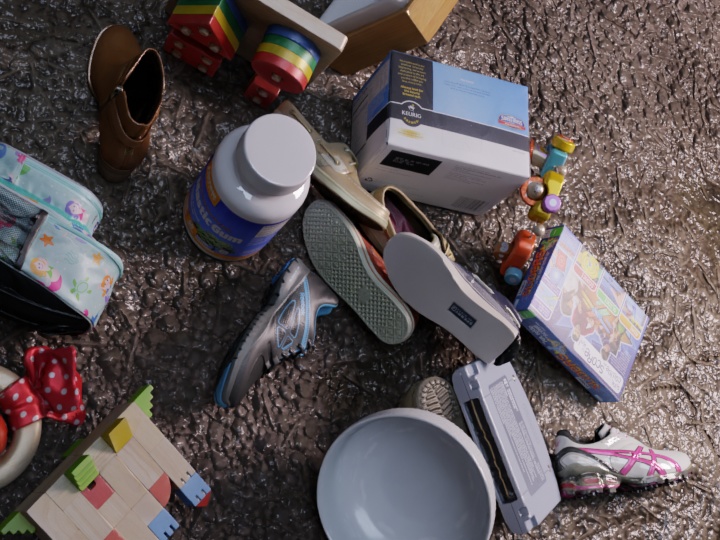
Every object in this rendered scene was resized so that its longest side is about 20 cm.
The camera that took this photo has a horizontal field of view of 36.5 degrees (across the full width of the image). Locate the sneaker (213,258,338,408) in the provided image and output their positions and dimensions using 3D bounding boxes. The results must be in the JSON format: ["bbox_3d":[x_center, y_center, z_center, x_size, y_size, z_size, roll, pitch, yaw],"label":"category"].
[{"bbox_3d":[-0.094,0.079,1.238,0.082,0.073,0.201,37,62,-9],"label":"sneaker"}]

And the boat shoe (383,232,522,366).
[{"bbox_3d":[0.112,0.027,1.309,0.200,0.075,0.093,46,19,2],"label":"boat shoe"}]

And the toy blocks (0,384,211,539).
[{"bbox_3d":[-0.246,0.238,1.112,0.137,0.100,0.200,51,59,-13],"label":"toy blocks"}]

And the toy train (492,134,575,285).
[{"bbox_3d":[0.217,-0.090,1.412,0.055,0.151,0.202,23,56,-2],"label":"toy train"}]

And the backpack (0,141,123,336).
[{"bbox_3d":[-0.339,-0.022,1.105,0.199,0.177,0.152,35,66,-14],"label":"backpack"}]

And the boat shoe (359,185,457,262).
[{"bbox_3d":[0.075,-0.020,1.354,0.200,0.066,0.074,47,60,-4],"label":"boat shoe"}]

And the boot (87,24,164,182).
[{"bbox_3d":[-0.261,-0.213,1.217,0.076,0.155,0.203,10,68,-20],"label":"boot"}]

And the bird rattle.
[{"bbox_3d":[-0.377,0.142,1.096,0.198,0.112,0.166,20,76,-31],"label":"bird rattle"}]

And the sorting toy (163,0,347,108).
[{"bbox_3d":[-0.138,-0.268,1.277,0.198,0.199,0.070,29,78,-13],"label":"sorting toy"}]

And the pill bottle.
[{"bbox_3d":[-0.122,-0.093,1.213,0.110,0.200,0.114,8,68,-21],"label":"pill bottle"}]

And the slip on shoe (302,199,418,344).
[{"bbox_3d":[0.000,0.000,1.321,0.201,0.074,0.061,51,25,6],"label":"slip on shoe"}]

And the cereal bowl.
[{"bbox_3d":[0.056,0.245,1.206,0.201,0.199,0.083,56,19,3],"label":"cereal bowl"}]

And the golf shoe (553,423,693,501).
[{"bbox_3d":[0.335,0.236,1.380,0.197,0.073,0.094,1,70,-24],"label":"golf shoe"}]

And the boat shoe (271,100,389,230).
[{"bbox_3d":[-0.035,-0.128,1.319,0.199,0.072,0.065,40,82,11],"label":"boat shoe"}]

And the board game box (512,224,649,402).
[{"bbox_3d":[0.287,0.058,1.410,0.200,0.034,0.136,44,59,-25],"label":"board game box"}]

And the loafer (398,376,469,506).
[{"bbox_3d":[0.096,0.221,1.282,0.075,0.068,0.203,-16,95,-28],"label":"loafer"}]

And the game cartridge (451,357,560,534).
[{"bbox_3d":[0.177,0.199,1.304,0.133,0.040,0.203,-14,83,-59],"label":"game cartridge"}]

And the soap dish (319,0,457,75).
[{"bbox_3d":[0.040,-0.335,1.384,0.081,0.199,0.158,47,58,-24],"label":"soap dish"}]

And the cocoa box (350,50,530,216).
[{"bbox_3d":[0.099,-0.170,1.379,0.197,0.133,0.133,11,67,-20],"label":"cocoa box"}]
